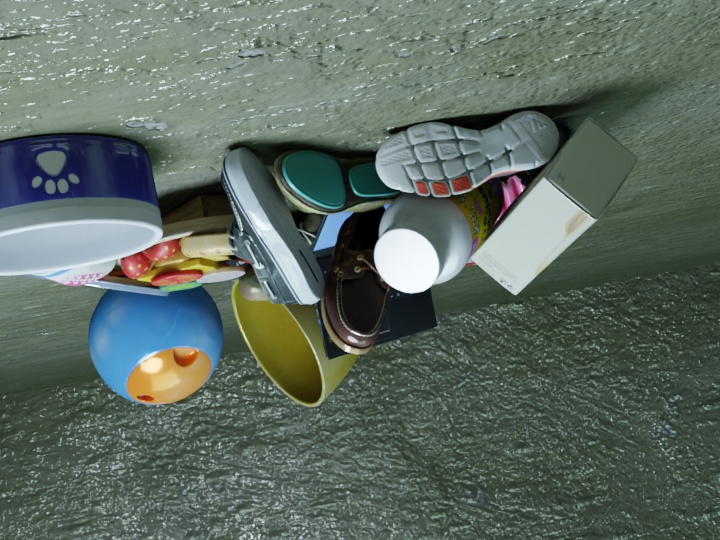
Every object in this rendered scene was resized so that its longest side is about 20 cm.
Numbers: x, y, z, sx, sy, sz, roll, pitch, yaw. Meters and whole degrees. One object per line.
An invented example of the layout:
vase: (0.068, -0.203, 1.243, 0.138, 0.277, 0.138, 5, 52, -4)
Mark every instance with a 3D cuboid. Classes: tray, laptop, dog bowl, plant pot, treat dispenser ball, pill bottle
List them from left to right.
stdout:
dog bowl: (-0.287, -0.056, 0.953, 0.198, 0.080, 0.200, -11, 172, -2)
treat dispenser ball: (-0.304, 0.099, 1.539, 0.198, 0.203, 0.201, -10, 172, -2)
tray: (-0.203, -0.049, 1.260, 0.098, 0.037, 0.199, -3, 168, -41)
plant pot: (-0.062, 0.064, 1.412, 0.141, 0.201, 0.200, -32, -177, -27)
laptop: (0.033, -0.006, 1.287, 0.176, 0.202, 0.103, -14, -175, -30)
pill bottle: (0.084, -0.052, 1.127, 0.103, 0.105, 0.200, -16, -162, 31)

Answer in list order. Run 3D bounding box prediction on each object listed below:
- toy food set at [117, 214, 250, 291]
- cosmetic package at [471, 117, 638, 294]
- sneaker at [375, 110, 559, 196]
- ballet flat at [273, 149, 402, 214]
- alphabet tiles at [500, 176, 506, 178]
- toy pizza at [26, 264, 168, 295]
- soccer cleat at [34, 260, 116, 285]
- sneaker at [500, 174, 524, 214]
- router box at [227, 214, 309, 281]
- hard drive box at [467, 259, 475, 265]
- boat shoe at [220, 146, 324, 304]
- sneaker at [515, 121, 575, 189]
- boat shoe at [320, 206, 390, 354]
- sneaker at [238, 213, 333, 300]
toy food set: (-0.180, -0.020, 1.194, 0.198, 0.049, 0.198, -14, 171, 15)
cosmetic package: (0.206, -0.064, 1.118, 0.105, 0.071, 0.200, -50, 178, -27)
sneaker: (0.109, -0.116, 1.092, 0.198, 0.078, 0.082, -9, 178, -11)
ballet flat: (-0.033, -0.089, 1.103, 0.070, 0.072, 0.199, -18, 172, 41)
alphabet tiles: (0.172, -0.119, 1.373, 0.198, 0.006, 0.166, -11, 172, 2)
toy pizza: (-0.338, 0.003, 1.316, 0.198, 0.032, 0.200, 9, 178, 0)
soccer cleat: (-0.329, -0.024, 1.141, 0.086, 0.071, 0.199, -15, 170, 30)
sneaker: (0.199, -0.097, 1.353, 0.198, 0.080, 0.095, -10, -167, -3)
router box: (-0.086, -0.028, 1.490, 0.199, 0.052, 0.148, -19, 167, 41)
hard drive box: (0.156, -0.056, 1.513, 0.154, 0.078, 0.200, -8, 174, -24)
boat shoe: (-0.104, -0.033, 1.057, 0.070, 0.072, 0.201, -15, 126, 15)
sneaker: (0.235, -0.129, 1.224, 0.090, 0.078, 0.200, -50, 162, -10)
boat shoe: (0.000, 0.000, 1.134, 0.070, 0.201, 0.071, 19, 130, -17)
sneaker: (-0.068, -0.036, 1.317, 0.199, 0.067, 0.091, -20, 133, -28)
